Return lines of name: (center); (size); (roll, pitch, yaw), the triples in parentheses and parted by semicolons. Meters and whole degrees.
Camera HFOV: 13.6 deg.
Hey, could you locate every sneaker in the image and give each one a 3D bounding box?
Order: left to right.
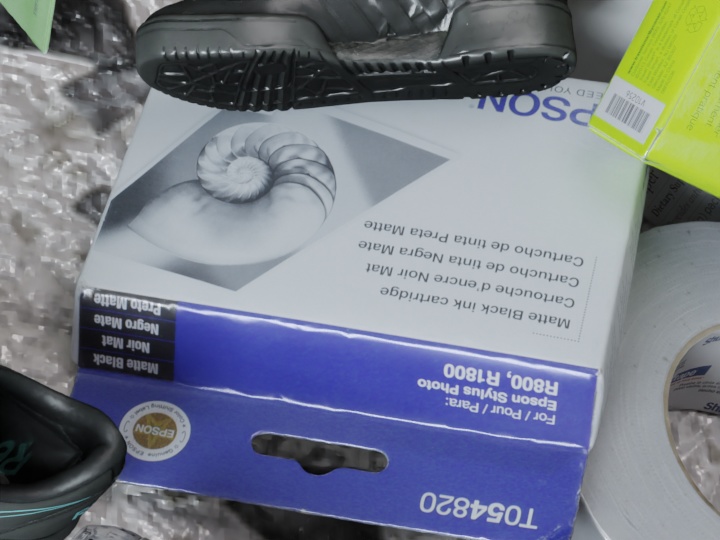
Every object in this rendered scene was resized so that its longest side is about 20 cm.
sneaker: (-0.170, 0.041, 1.007); (0.199, 0.079, 0.076); (16, 71, -26)
sneaker: (0.013, -0.119, 1.139); (0.199, 0.060, 0.105); (-1, 71, -7)

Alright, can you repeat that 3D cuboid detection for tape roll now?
tape roll: (0.150, 0.081, 1.161); (0.199, 0.066, 0.201); (12, 52, -16)

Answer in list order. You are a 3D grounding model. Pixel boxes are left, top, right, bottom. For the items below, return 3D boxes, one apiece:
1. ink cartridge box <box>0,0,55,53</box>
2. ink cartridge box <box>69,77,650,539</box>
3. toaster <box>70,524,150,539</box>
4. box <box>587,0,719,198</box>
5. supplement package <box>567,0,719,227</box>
ink cartridge box: (-0.183, -0.171, 1.124); (0.059, 0.104, 0.200); (-15, 46, -34)
ink cartridge box: (0.000, 0.000, 1.120); (0.198, 0.041, 0.201); (8, 50, 8)
toaster: (-0.073, 0.171, 0.962); (0.129, 0.114, 0.200); (34, 51, 4)
box: (0.194, -0.066, 1.146); (0.199, 0.122, 0.048); (23, 8, -35)
supplement package: (0.114, -0.130, 1.256); (0.200, 0.121, 0.120); (40, 51, 6)
